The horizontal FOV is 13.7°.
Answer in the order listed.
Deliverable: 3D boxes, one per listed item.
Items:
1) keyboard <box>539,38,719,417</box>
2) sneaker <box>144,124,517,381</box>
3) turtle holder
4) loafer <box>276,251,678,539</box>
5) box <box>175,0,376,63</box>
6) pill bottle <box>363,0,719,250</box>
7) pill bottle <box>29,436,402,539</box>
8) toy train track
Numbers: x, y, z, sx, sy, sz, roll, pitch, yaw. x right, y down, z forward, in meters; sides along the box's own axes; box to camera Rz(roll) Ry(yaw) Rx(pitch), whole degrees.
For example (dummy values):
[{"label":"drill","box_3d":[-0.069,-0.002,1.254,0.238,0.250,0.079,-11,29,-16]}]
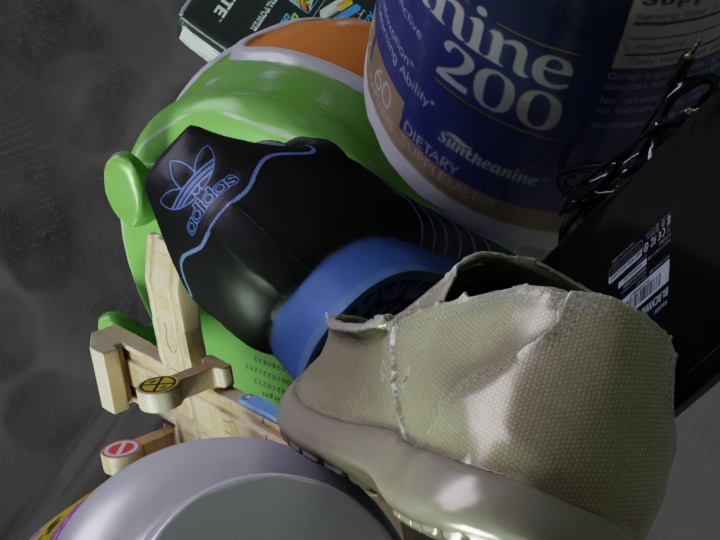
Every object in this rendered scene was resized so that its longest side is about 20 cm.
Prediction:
[{"label":"keyboard","box_3d":[0.086,-0.001,0.759,0.200,0.039,0.105,135,146,-57]},{"label":"sneaker","box_3d":[0.000,0.000,0.892,0.070,0.078,0.200,-47,-18,4]},{"label":"turtle holder","box_3d":[-0.002,-0.004,1.069,0.140,0.186,0.132,-2,33,38]},{"label":"loafer","box_3d":[0.034,0.033,0.716,0.069,0.075,0.200,-61,15,-2]},{"label":"box","box_3d":[0.044,-0.134,1.212,0.200,0.159,0.046,-56,2,-7]},{"label":"pill bottle","box_3d":[0.066,-0.103,0.816,0.111,0.111,0.200,-58,-10,-33]},{"label":"pill bottle","box_3d":[-0.042,0.101,0.808,0.104,0.104,0.200,-56,5,-16]},{"label":"toy train track","box_3d":[-0.044,0.057,0.968,0.032,0.115,0.200,-21,24,-27]}]
